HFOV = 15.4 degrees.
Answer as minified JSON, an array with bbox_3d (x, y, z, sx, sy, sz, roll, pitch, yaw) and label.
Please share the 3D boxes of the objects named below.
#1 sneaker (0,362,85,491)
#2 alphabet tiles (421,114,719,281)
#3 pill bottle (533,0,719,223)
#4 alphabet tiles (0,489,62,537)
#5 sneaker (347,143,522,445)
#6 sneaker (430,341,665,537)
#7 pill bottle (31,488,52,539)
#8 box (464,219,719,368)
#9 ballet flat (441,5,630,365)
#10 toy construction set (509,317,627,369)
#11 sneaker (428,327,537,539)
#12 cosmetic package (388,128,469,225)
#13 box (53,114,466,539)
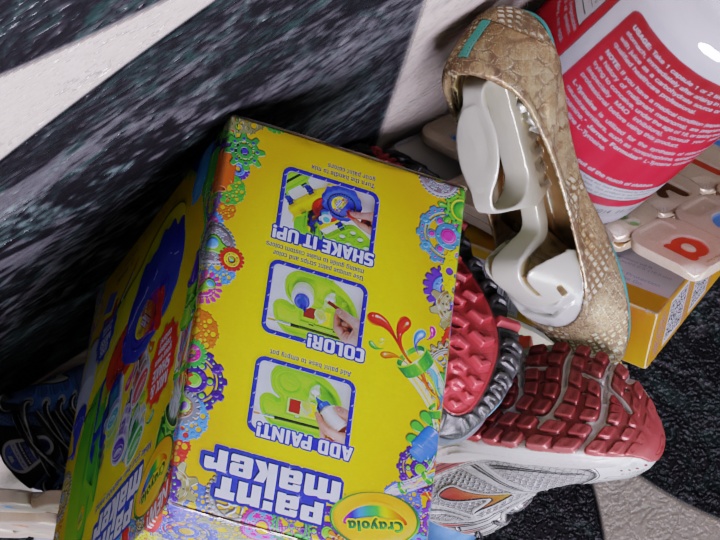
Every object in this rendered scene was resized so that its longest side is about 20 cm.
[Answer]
[{"bbox_3d":[-0.144,0.087,1.420,0.089,0.079,0.200,-26,178,-24],"label":"sneaker"},{"bbox_3d":[0.139,-0.052,1.458,0.200,0.195,0.015,-27,134,-43],"label":"alphabet tiles"},{"bbox_3d":[0.154,-0.117,1.340,0.112,0.113,0.200,-26,169,-44],"label":"pill bottle"},{"bbox_3d":[-0.167,0.132,1.403,0.199,0.015,0.196,1,170,9],"label":"alphabet tiles"},{"bbox_3d":[0.022,0.029,1.368,0.079,0.201,0.096,13,126,-23],"label":"sneaker"},{"bbox_3d":[0.073,0.090,1.362,0.199,0.082,0.078,-4,-144,42],"label":"sneaker"},{"bbox_3d":[-0.133,0.143,1.702,0.112,0.112,0.200,-36,172,15],"label":"pill bottle"},{"bbox_3d":[0.142,-0.024,1.465,0.200,0.119,0.042,-41,147,-53],"label":"box"},{"bbox_3d":[0.081,-0.030,1.321,0.070,0.201,0.065,0,-153,43],"label":"ballet flat"},{"bbox_3d":[0.091,0.058,1.482,0.130,0.093,0.200,-6,-176,9],"label":"toy construction set"},{"bbox_3d":[0.087,0.083,1.652,0.201,0.066,0.078,-65,-165,0],"label":"sneaker"},{"bbox_3d":[0.000,0.000,1.542,0.200,0.073,0.103,-40,170,33],"label":"cosmetic package"},{"bbox_3d":[-0.051,0.069,1.231,0.121,0.194,0.200,17,149,-17],"label":"box"}]
